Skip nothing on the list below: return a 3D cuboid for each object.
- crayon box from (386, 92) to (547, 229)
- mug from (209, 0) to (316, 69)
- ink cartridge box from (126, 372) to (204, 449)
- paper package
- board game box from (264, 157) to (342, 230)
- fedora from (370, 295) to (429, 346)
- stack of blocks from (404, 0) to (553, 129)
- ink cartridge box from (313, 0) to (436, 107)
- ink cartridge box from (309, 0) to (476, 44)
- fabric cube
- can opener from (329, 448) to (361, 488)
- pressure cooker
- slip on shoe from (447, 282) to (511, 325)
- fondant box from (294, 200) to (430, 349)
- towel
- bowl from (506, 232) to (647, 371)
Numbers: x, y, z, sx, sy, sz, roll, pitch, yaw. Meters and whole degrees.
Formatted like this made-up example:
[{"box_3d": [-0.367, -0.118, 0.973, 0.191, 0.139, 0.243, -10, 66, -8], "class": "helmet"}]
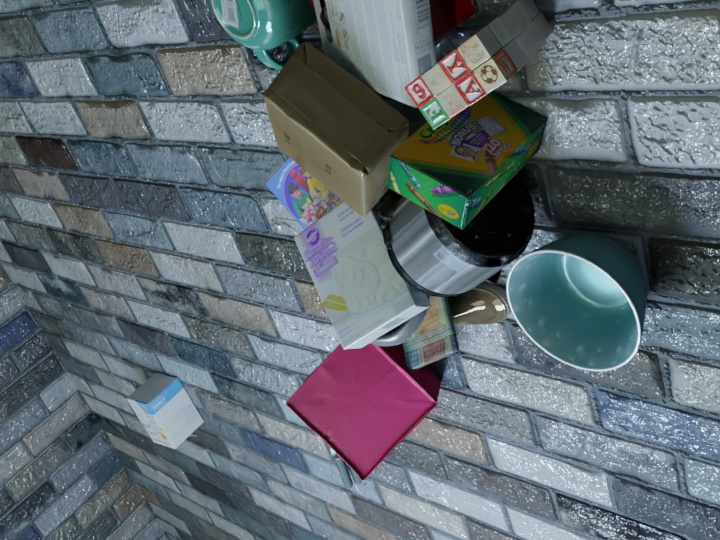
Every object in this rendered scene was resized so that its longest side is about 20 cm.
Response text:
[{"box_3d": [0.138, -0.152, 1.084, 0.118, 0.200, 0.059, 31, 143, 21], "class": "crayon box"}, {"box_3d": [-0.139, -0.388, 1.228, 0.186, 0.114, 0.152, 55, 145, -10], "class": "mug"}, {"box_3d": [-0.576, 0.428, 2.513, 0.128, 0.125, 0.201, 3, 126, 46], "class": "ink cartridge box"}, {"box_3d": [-0.031, -0.191, 1.178, 0.190, 0.104, 0.200, 40, 172, 9], "class": "paper package"}, {"box_3d": [-0.046, -0.155, 1.354, 0.135, 0.045, 0.200, 49, 124, 2], "class": "board game box"}, {"box_3d": [0.041, 0.022, 1.355, 0.177, 0.090, 0.201, -43, 69, 22], "class": "fedora"}, {"box_3d": [0.150, -0.250, 0.968, 0.115, 0.200, 0.059, -29, 102, 45], "class": "stack of blocks"}, {"box_3d": [0.015, -0.310, 1.068, 0.200, 0.050, 0.162, 35, 146, 46], "class": "ink cartridge box"}, {"box_3d": [0.026, -0.368, 1.096, 0.201, 0.084, 0.175, 55, 145, -10], "class": "ink cartridge box"}, {"box_3d": [0.014, 0.220, 1.527, 0.200, 0.196, 0.199, 45, -173, 2], "class": "fabric cube"}, {"box_3d": [-0.042, 0.435, 2.015, 0.067, 0.052, 0.201, -122, 12, -60], "class": "can opener"}, {"box_3d": [0.128, -0.058, 1.201, 0.177, 0.177, 0.200, 67, 151, 12], "class": "pressure cooker"}, {"box_3d": [0.163, 0.064, 1.398, 0.199, 0.061, 0.077, 2, 126, 47], "class": "slip on shoe"}, {"box_3d": [0.000, 0.000, 1.294, 0.144, 0.058, 0.201, -33, 71, 25], "class": "fondant box"}, {"box_3d": [0.098, 0.054, 1.402, 0.146, 0.022, 0.202, -34, 63, 56], "class": "towel"}, {"box_3d": [0.311, 0.028, 1.160, 0.200, 0.105, 0.202, 28, 141, 25], "class": "bowl"}]
